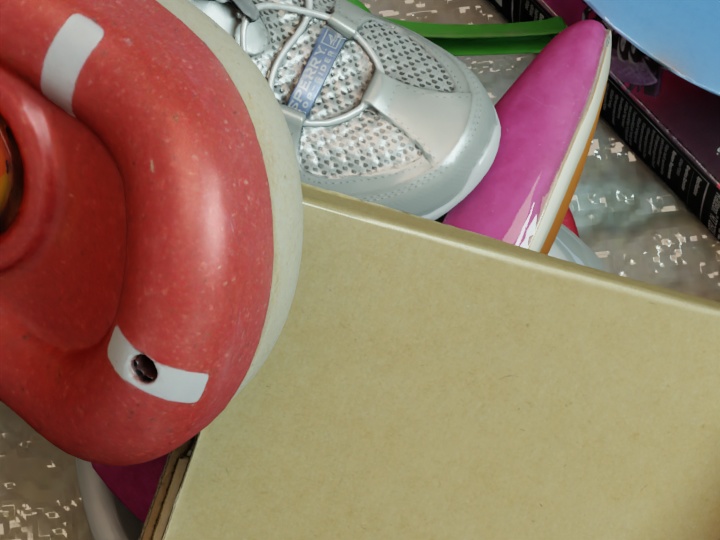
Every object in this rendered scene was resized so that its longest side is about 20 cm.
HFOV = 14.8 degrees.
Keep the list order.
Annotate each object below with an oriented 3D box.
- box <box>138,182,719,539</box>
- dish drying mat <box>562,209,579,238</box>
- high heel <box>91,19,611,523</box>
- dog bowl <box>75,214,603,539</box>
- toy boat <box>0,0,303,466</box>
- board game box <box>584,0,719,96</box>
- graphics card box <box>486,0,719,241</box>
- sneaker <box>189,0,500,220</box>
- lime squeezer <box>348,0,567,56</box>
[{"bbox_3d":[0.038,0.073,0.816,0.200,0.021,0.164,15,102,-21],"label":"box"},{"bbox_3d":[0.059,0.078,0.919,0.077,0.018,0.200,-16,72,4],"label":"dish drying mat"},{"bbox_3d":[0.000,0.000,0.847,0.096,0.067,0.200,28,95,7],"label":"high heel"},{"bbox_3d":[-0.001,0.053,0.897,0.199,0.059,0.201,-3,74,11],"label":"dog bowl"},{"bbox_3d":[-0.116,-0.023,0.723,0.200,0.131,0.131,32,35,13],"label":"toy boat"},{"bbox_3d":[0.132,-0.123,0.908,0.158,0.039,0.200,29,56,0],"label":"board game box"},{"bbox_3d":[0.113,-0.114,0.959,0.125,0.051,0.200,-40,74,-8],"label":"graphics card box"},{"bbox_3d":[-0.054,-0.068,0.796,0.200,0.082,0.075,20,69,0],"label":"sneaker"},{"bbox_3d":[-0.028,-0.058,0.951,0.200,0.038,0.071,-21,53,2],"label":"lime squeezer"}]
